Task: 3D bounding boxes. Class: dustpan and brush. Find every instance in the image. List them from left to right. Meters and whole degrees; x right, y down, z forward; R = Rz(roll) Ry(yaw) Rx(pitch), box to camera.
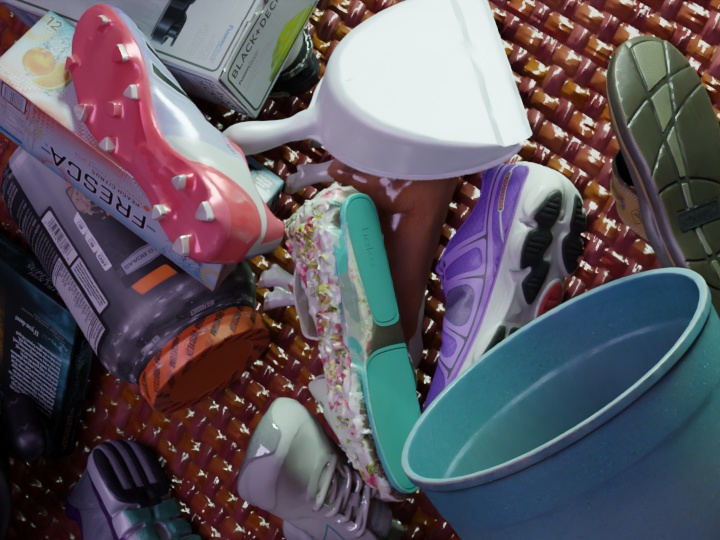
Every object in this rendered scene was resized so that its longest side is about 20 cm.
[{"bbox_3d":[-0.005,-0.105,1.169,0.198,0.057,0.141,-8,56,-10],"label":"dustpan and brush"}]

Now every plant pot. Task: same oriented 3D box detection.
[{"bbox_3d":[0.156,0.132,1.047,0.199,0.200,0.189,-27,104,27],"label":"plant pot"}]

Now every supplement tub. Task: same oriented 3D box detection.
[{"bbox_3d":[-0.154,-0.010,1.268,0.122,0.122,0.201,-43,71,23],"label":"supplement tub"}]

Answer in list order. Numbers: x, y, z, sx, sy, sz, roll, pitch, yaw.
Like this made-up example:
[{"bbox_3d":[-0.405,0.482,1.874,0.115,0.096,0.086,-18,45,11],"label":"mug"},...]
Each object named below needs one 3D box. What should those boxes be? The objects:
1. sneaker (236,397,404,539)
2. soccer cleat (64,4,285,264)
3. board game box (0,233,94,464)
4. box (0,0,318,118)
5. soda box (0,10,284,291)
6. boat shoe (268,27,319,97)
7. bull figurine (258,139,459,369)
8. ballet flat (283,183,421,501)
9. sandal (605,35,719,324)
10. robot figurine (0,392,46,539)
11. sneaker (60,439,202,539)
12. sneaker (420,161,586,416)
[{"bbox_3d":[-0.020,0.138,1.162,0.080,0.200,0.071,20,74,22],"label":"sneaker"},{"bbox_3d":[-0.119,-0.084,1.144,0.067,0.076,0.201,-49,60,28],"label":"soccer cleat"},{"bbox_3d":[-0.281,0.037,1.376,0.199,0.028,0.136,34,125,26],"label":"board game box"},{"bbox_3d":[-0.133,-0.190,1.225,0.199,0.060,0.117,21,78,28],"label":"box"},{"bbox_3d":[-0.150,-0.079,1.199,0.199,0.068,0.064,37,149,6],"label":"soda box"},{"bbox_3d":[-0.115,-0.171,1.281,0.199,0.060,0.074,18,74,28],"label":"boat shoe"},{"bbox_3d":[0.000,0.000,1.206,0.120,0.065,0.202,18,95,9],"label":"bull figurine"},{"bbox_3d":[-0.006,0.047,1.149,0.064,0.075,0.202,-14,82,35],"label":"ballet flat"},{"bbox_3d":[0.188,-0.043,1.109,0.054,0.081,0.202,-22,86,50],"label":"sandal"},{"bbox_3d":[-0.312,0.144,1.301,0.200,0.149,0.126,-124,52,-66],"label":"robot figurine"},{"bbox_3d":[-0.151,0.224,1.309,0.088,0.074,0.201,-48,58,36],"label":"sneaker"},{"bbox_3d":[0.081,0.027,1.173,0.083,0.080,0.202,24,95,44],"label":"sneaker"}]
